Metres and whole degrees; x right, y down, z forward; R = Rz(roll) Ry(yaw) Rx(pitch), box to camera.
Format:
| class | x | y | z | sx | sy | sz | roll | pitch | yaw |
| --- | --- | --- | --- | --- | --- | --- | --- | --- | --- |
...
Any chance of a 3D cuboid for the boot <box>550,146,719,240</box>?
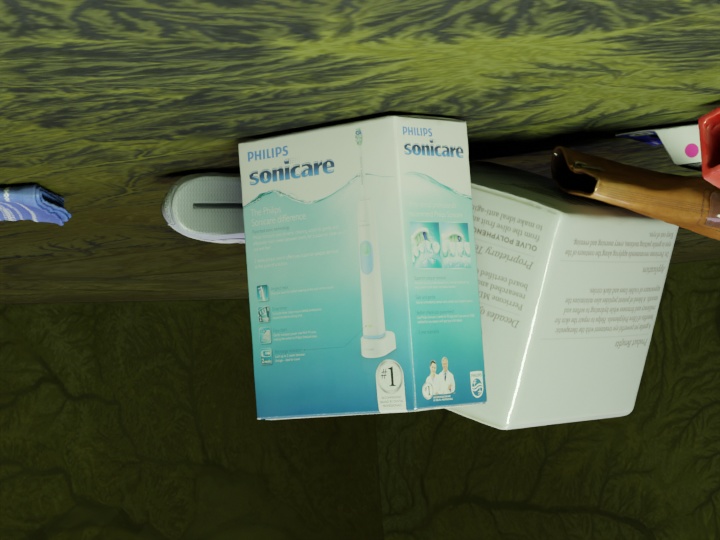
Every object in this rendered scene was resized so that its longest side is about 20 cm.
| class | x | y | z | sx | sy | sz | roll | pitch | yaw |
| --- | --- | --- | --- | --- | --- | --- | --- | --- | --- |
| boot | 0.258 | -0.048 | 1.499 | 0.200 | 0.069 | 0.188 | 15 | -165 | -22 |

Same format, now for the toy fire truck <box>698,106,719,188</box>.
| class | x | y | z | sx | sy | sz | roll | pitch | yaw |
| --- | --- | --- | --- | --- | --- | --- | --- | --- | --- |
| toy fire truck | 0.351 | -0.094 | 1.411 | 0.200 | 0.049 | 0.141 | -20 | 150 | 37 |

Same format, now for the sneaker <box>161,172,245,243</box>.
| class | x | y | z | sx | sy | sz | roll | pitch | yaw |
| --- | --- | --- | --- | --- | --- | --- | --- | --- | --- |
| sneaker | -0.066 | -0.053 | 1.673 | 0.200 | 0.073 | 0.071 | 6 | -177 | -19 |

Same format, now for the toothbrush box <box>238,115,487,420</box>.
| class | x | y | z | sx | sy | sz | roll | pitch | yaw |
| --- | --- | --- | --- | --- | --- | --- | --- | --- | --- |
| toothbrush box | 0.000 | 0.000 | 1.424 | 0.146 | 0.200 | 0.085 | -8 | 176 | 40 |

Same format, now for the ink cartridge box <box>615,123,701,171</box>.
| class | x | y | z | sx | sy | sz | roll | pitch | yaw |
| --- | --- | --- | --- | --- | --- | --- | --- | --- | --- |
| ink cartridge box | 0.304 | -0.098 | 1.559 | 0.200 | 0.037 | 0.095 | -3 | 177 | 26 |

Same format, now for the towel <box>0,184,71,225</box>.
| class | x | y | z | sx | sy | sz | roll | pitch | yaw |
| --- | --- | --- | --- | --- | --- | --- | --- | --- | --- |
| towel | -0.349 | -0.048 | 1.697 | 0.200 | 0.024 | 0.145 | -4 | 176 | 1 |

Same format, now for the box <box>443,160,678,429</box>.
| class | x | y | z | sx | sy | sz | roll | pitch | yaw |
| --- | --- | --- | --- | --- | --- | --- | --- | --- | --- |
| box | 0.106 | 0.013 | 1.598 | 0.200 | 0.171 | 0.199 | 18 | -170 | 34 |
